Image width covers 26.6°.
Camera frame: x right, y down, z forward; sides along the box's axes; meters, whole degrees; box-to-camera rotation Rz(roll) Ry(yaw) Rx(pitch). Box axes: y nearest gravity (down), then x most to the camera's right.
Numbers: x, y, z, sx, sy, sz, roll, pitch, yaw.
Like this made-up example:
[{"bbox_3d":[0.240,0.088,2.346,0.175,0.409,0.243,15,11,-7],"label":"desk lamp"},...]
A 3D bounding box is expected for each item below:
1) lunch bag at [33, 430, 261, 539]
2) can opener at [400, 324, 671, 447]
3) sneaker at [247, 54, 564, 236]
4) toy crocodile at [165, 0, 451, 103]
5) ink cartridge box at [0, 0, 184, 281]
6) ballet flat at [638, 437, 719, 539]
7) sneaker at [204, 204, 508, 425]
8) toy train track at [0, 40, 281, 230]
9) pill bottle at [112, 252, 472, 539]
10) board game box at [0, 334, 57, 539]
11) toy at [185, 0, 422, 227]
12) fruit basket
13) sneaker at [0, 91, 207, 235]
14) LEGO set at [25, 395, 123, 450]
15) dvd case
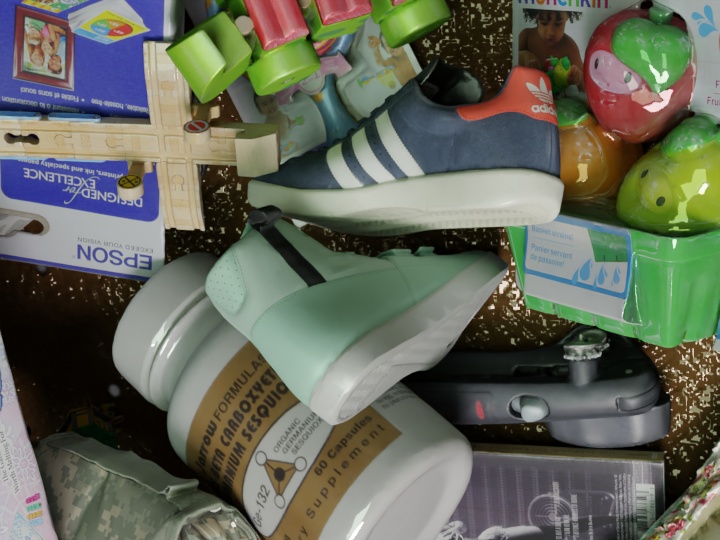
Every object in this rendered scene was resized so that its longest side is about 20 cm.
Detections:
[{"bbox_3d":[-0.119,0.198,0.872,0.163,0.117,0.203,14,112,48],"label":"lunch bag"},{"bbox_3d":[0.079,0.070,0.881,0.197,0.063,0.080,-1,109,18],"label":"can opener"},{"bbox_3d":[0.023,-0.067,0.805,0.198,0.075,0.086,-1,81,38],"label":"sneaker"},{"bbox_3d":[-0.011,-0.144,0.790,0.198,0.062,0.068,-24,90,-18],"label":"toy crocodile"},{"bbox_3d":[-0.195,-0.099,0.839,0.195,0.047,0.202,10,128,2],"label":"ink cartridge box"},{"bbox_3d":[0.208,0.147,0.851,0.075,0.064,0.201,27,108,-22],"label":"ballet flat"},{"bbox_3d":[0.000,0.000,0.818,0.118,0.200,0.074,42,119,14],"label":"sneaker"},{"bbox_3d":[-0.142,-0.064,0.809,0.197,0.033,0.116,3,126,7],"label":"toy train track"},{"bbox_3d":[-0.044,0.081,0.854,0.199,0.114,0.115,38,117,26],"label":"pill bottle"},{"bbox_3d":[-0.260,0.079,0.863,0.198,0.043,0.202,2,111,45],"label":"board game box"},{"bbox_3d":[-0.040,-0.132,0.858,0.114,0.047,0.202,-25,100,22],"label":"toy"},{"bbox_3d":[0.134,-0.068,0.771,0.184,0.093,0.203,18,119,51],"label":"fruit basket"},{"bbox_3d":[-0.165,-0.055,0.909,0.115,0.076,0.201,40,113,3],"label":"sneaker"},{"bbox_3d":[-0.209,0.171,1.003,0.152,0.116,0.202,-21,107,-7],"label":"LEGO set"},{"bbox_3d":[0.088,0.173,0.932,0.197,0.016,0.151,1,115,17],"label":"dvd case"}]
